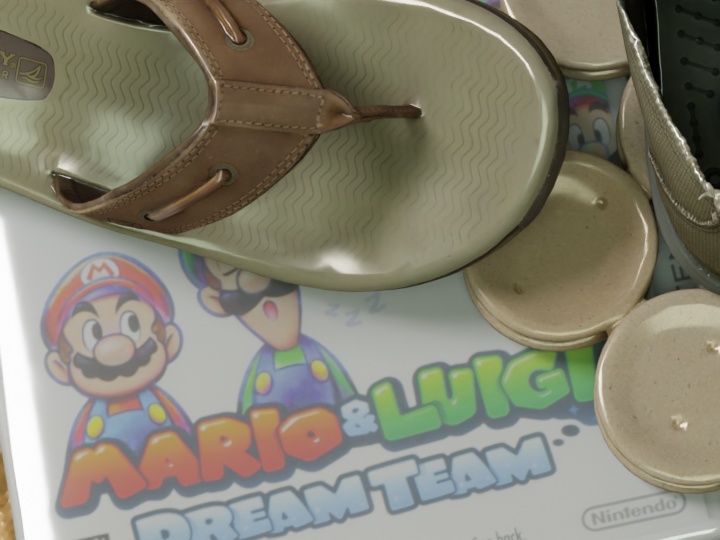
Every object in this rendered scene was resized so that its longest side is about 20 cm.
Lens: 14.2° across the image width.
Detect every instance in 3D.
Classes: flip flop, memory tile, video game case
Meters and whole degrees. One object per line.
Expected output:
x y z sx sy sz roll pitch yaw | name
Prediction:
-0.049 -0.043 0.714 0.199 0.058 0.081 14 100 9 | flip flop
0.106 -0.018 0.726 0.153 0.017 0.200 -39 74 -4 | memory tile
0.000 0.000 0.753 0.199 0.024 0.183 -12 72 1 | video game case

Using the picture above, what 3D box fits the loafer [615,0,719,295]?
0.089 -0.093 0.686 0.075 0.070 0.201 -12 87 4 | loafer
